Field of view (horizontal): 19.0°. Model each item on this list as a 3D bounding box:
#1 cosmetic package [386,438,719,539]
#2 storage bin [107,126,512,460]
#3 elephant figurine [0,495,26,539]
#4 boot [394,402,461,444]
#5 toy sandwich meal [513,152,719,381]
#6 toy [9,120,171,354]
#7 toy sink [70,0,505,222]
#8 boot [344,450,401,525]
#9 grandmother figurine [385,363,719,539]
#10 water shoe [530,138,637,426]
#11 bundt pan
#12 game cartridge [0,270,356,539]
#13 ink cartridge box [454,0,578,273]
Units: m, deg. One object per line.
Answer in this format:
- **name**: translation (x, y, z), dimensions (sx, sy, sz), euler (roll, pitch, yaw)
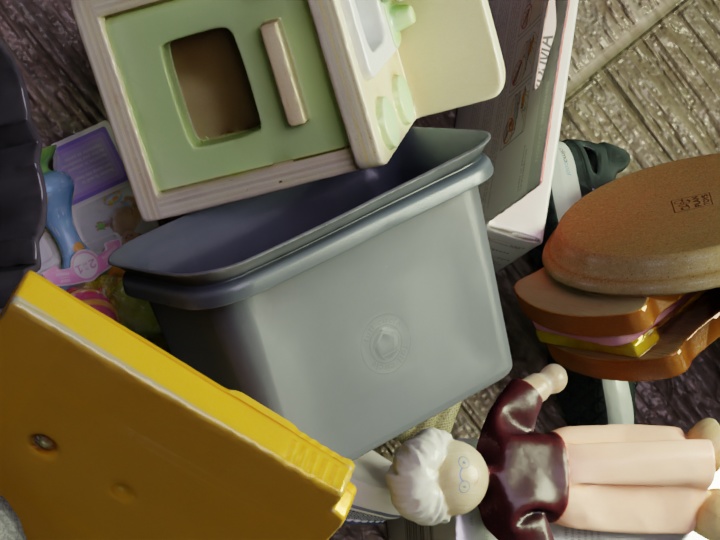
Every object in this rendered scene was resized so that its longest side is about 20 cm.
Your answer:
- **cosmetic package**: translation (0.126, 0.149, 1.265), dimensions (0.198, 0.113, 0.082), euler (3, 75, -22)
- **storage bin**: translation (-0.020, 0.021, 1.153), dimensions (0.199, 0.145, 0.135), euler (-25, 108, -29)
- **elephant figurine**: translation (-0.190, 0.208, 1.121), dimensions (0.199, 0.141, 0.156), euler (32, 52, -17)
- **boot**: translation (0.000, 0.000, 1.279), dimensions (0.154, 0.073, 0.201), euler (20, 59, -21)
- **toy sandwich meal**: translation (0.194, -0.005, 1.242), dimensions (0.204, 0.205, 0.071), euler (-24, 111, -24)
- **toy**: translation (-0.147, 0.020, 1.230), dimensions (0.115, 0.047, 0.201), euler (-26, 86, -23)
- **toy sink**: translation (-0.036, -0.120, 1.162), dimensions (0.198, 0.112, 0.131), euler (-12, 106, 16)
- **boot**: translation (-0.072, 0.128, 1.216), dimensions (0.199, 0.073, 0.091), euler (18, 104, -15)
- **grandmother figurine**: translation (0.106, 0.111, 1.178), dimensions (0.198, 0.061, 0.122), euler (1, 65, -23)
- **water shoe**: translation (0.156, 0.012, 1.334), dimensions (0.078, 0.071, 0.202), euler (-7, 79, -24)
- **bundt pan**: translation (-0.248, -0.061, 1.135), dimensions (0.075, 0.202, 0.204), euler (-12, 77, 20)
- **game cartridge**: translation (-0.117, 0.103, 1.105), dimensions (0.199, 0.176, 0.033), euler (30, 47, -9)
- **ink cartridge box**: translation (0.105, -0.113, 1.291), dimensions (0.043, 0.173, 0.202), euler (15, 71, -16)
